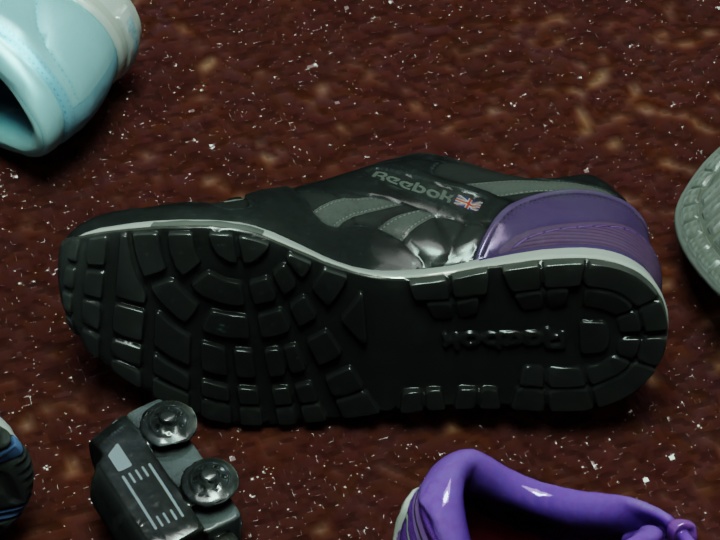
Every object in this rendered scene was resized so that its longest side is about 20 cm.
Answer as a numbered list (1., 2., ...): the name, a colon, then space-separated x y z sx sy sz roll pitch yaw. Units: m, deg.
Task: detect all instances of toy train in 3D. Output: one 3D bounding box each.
1. toy train: -0.029 0.116 0.770 0.046 0.034 0.200 -25 53 -19

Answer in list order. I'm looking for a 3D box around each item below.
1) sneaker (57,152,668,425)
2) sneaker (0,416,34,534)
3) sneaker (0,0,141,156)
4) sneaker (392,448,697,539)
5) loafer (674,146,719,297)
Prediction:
1. sneaker: 0.000 0.000 0.864 0.199 0.076 0.088 4 33 -2
2. sneaker: -0.191 0.023 0.778 0.076 0.200 0.077 -45 38 14
3. sneaker: -0.184 -0.093 0.928 0.199 0.074 0.082 14 46 12
4. sneaker: 0.094 0.116 0.740 0.200 0.084 0.081 24 52 18
5. loafer: 0.182 0.019 0.850 0.075 0.070 0.200 -45 47 -4
